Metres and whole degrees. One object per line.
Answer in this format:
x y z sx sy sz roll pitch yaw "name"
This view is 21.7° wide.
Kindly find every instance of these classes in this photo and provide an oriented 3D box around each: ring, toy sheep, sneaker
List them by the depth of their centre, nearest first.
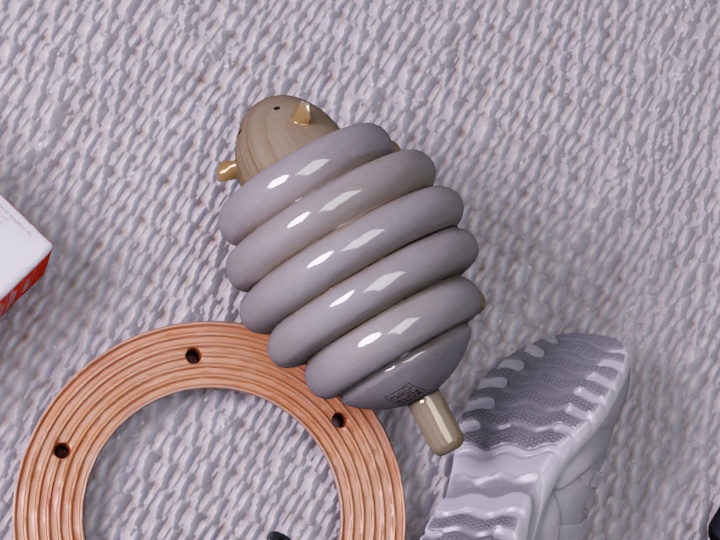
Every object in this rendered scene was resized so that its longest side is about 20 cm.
0.000 0.000 0.933 0.138 0.138 0.200 -31 82 -18 "toy sheep"
-0.075 0.124 0.949 0.200 0.019 0.201 3 76 -11 "ring"
0.085 0.118 0.969 0.075 0.082 0.200 11 54 35 "sneaker"

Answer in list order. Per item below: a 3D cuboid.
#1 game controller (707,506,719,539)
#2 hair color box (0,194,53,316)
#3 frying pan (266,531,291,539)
0.251 0.157 0.929 0.104 0.200 0.042 -9 108 -11 "game controller"
-0.259 0.026 0.909 0.111 0.064 0.200 44 70 -1 "hair color box"
-0.003 0.201 0.885 0.190 0.031 0.115 32 57 -50 "frying pan"
